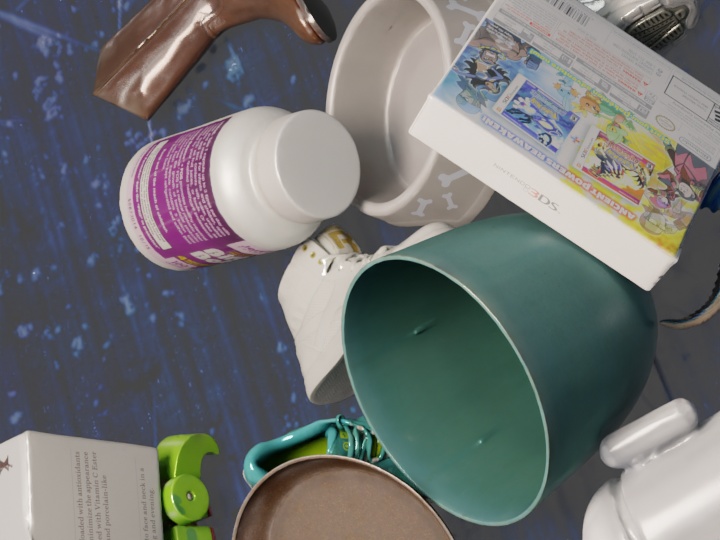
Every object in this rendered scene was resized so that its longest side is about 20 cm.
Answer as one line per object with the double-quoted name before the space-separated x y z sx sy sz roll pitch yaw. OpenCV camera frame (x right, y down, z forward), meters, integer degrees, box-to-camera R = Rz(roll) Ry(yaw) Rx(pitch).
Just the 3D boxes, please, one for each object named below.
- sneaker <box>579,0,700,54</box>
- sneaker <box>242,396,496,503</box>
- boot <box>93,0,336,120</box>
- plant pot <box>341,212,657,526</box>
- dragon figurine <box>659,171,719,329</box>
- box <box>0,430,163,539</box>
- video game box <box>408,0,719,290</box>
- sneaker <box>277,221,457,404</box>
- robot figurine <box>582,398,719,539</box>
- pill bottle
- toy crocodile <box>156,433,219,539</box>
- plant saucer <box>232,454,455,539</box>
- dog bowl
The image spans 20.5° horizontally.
"sneaker" 0.159 -0.185 1.517 0.199 0.078 0.100 -27 53 15
"sneaker" 0.007 0.139 1.485 0.198 0.080 0.078 -16 68 13
"boot" -0.129 -0.185 1.672 0.200 0.064 0.187 -43 47 8
"plant pot" 0.111 0.052 1.389 0.200 0.160 0.202 31 135 37
"dragon figurine" 0.280 -0.041 1.404 0.200 0.059 0.100 -39 59 10
"box" -0.256 0.250 1.540 0.199 0.130 0.201 -26 62 43
"video game box" 0.155 -0.103 1.386 0.199 0.183 0.047 34 134 1
"sneaker" 0.000 0.000 1.512 0.200 0.073 0.116 -47 53 37
"robot figurine" 0.233 0.167 1.337 0.199 0.113 0.170 -33 96 15
"pill bottle" -0.093 -0.066 1.552 0.199 0.112 0.113 -12 68 51
"toy crocodile" -0.137 0.225 1.559 0.067 0.061 0.202 -26 64 44
"plant saucer" -0.003 0.225 1.454 0.199 0.032 0.202 9 110 25
"dog bowl" 0.041 -0.127 1.510 0.200 0.058 0.202 -15 72 57
